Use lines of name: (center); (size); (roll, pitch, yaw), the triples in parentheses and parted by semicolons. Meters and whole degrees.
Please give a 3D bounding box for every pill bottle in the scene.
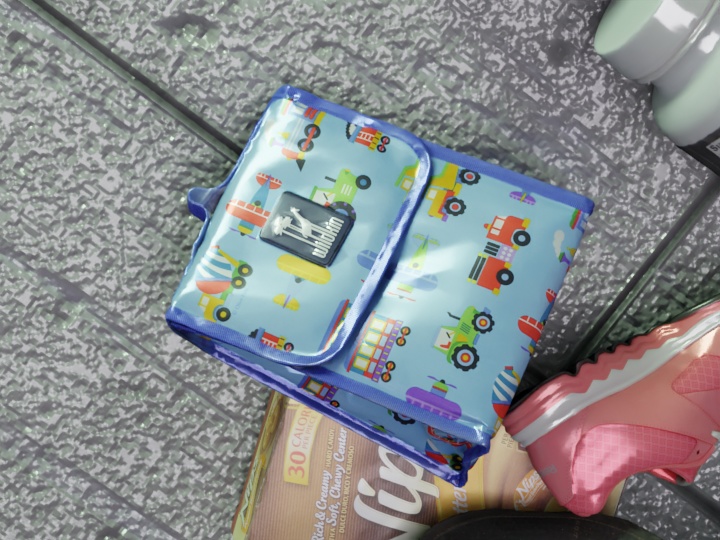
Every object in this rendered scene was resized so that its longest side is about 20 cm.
pill bottle: (0.228, -0.093, 1.545); (0.200, 0.111, 0.111); (35, 97, -14)

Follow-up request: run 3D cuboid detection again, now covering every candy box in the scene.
candy box: (0.039, 0.123, 1.599); (0.200, 0.055, 0.116); (14, 102, -12)

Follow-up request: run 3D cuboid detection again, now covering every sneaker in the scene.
sneaker: (0.175, 0.071, 1.574); (0.200, 0.074, 0.087); (-25, 86, -18)

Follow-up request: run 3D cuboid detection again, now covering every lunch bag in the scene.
lunch bag: (0.000, 0.000, 1.529); (0.200, 0.094, 0.151); (24, 71, 1)

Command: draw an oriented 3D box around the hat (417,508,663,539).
hat: (0.099, 0.225, 1.552); (0.200, 0.081, 0.201); (-1, 66, 1)
